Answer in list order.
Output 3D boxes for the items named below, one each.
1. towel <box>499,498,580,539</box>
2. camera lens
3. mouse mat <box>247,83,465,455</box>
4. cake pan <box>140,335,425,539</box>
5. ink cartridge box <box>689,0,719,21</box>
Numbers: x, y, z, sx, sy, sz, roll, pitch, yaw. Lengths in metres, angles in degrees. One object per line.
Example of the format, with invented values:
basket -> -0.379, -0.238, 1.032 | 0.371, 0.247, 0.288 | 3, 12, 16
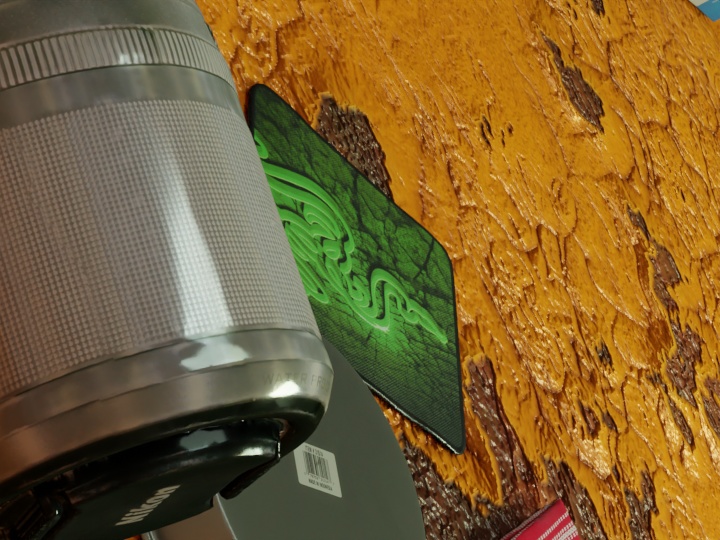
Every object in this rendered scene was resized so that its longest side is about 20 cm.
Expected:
towel -> 0.134, 0.239, 1.056 | 0.201, 0.022, 0.144 | 64, 26, 3
camera lens -> -0.109, -0.005, 0.692 | 0.160, 0.159, 0.201 | 6, 60, -59
mouse mat -> 0.000, 0.000, 1.052 | 0.200, 0.008, 0.162 | 39, 35, -38
cake pan -> -0.033, 0.103, 0.865 | 0.200, 0.037, 0.201 | 41, 34, -36
ink cartridge box -> 0.334, -0.367, 1.891 | 0.200, 0.084, 0.145 | 23, 47, -50
